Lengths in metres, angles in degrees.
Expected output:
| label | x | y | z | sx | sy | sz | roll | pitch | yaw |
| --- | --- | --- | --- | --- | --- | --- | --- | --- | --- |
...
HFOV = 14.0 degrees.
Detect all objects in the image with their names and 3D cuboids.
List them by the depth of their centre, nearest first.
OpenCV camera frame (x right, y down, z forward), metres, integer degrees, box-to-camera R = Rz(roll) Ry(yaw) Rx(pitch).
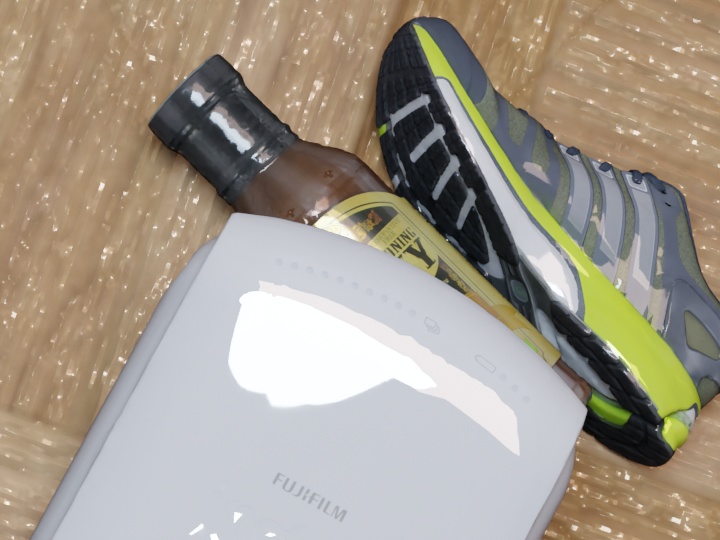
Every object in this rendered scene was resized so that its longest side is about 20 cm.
| label | x | y | z | sx | sy | sz | roll | pitch | yaw |
| --- | --- | --- | --- | --- | --- | --- | --- | --- | --- |
| photo printer | -0.022 | 0.090 | 1.070 | 0.166 | 0.069 | 0.201 | 29 | 88 | -1 |
| sauce bottle | 0.000 | 0.000 | 1.139 | 0.200 | 0.065 | 0.065 | 43 | 68 | 2 |
| sneaker | 0.081 | -0.021 | 1.170 | 0.081 | 0.074 | 0.200 | -37 | 93 | -28 |
